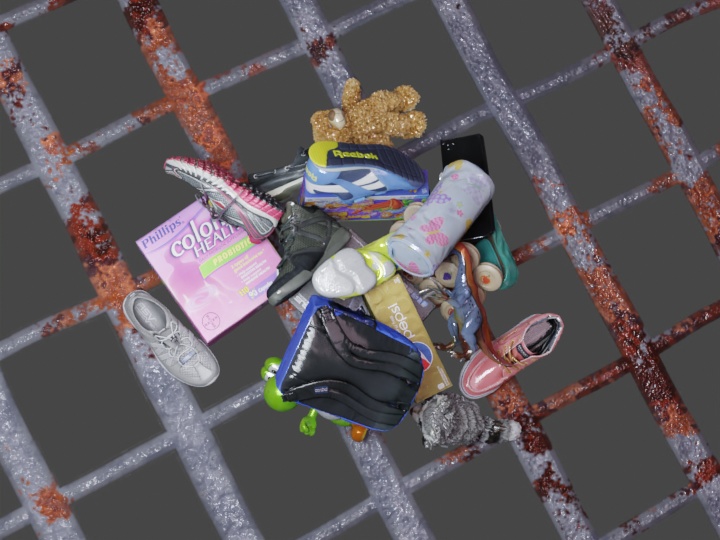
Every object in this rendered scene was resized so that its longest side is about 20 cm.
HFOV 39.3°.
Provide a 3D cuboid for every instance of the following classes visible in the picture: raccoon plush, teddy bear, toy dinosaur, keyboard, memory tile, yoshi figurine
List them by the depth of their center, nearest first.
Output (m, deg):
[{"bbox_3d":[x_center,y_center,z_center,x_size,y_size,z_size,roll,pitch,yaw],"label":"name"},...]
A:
[{"bbox_3d":[-0.075,0.212,1.626,0.200,0.112,0.113,25,86,-1],"label":"yoshi figurine"},{"bbox_3d":[0.165,0.047,1.629,0.200,0.105,0.182,12,99,-26],"label":"toy dinosaur"},{"bbox_3d":[0.177,0.238,1.639,0.200,0.134,0.097,-4,82,-8],"label":"raccoon plush"},{"bbox_3d":[0.128,-0.010,1.670,0.200,0.153,0.017,42,41,0],"label":"memory tile"},{"bbox_3d":[0.159,-0.136,1.720,0.127,0.021,0.200,-9,65,13],"label":"keyboard"},{"bbox_3d":[0.016,-0.261,1.722,0.200,0.067,0.145,3,80,-7],"label":"teddy bear"}]

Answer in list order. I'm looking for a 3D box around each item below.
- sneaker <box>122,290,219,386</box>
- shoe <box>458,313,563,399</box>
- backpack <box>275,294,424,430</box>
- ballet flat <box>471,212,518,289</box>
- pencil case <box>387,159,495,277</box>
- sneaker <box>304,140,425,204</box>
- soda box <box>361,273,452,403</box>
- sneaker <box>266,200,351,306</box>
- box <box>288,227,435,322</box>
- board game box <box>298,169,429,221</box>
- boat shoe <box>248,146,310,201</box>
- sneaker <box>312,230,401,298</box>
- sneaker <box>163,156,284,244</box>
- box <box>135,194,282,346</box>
[{"bbox_3d":[-0.310,0.112,1.619,0.200,0.082,0.075,42,79,0],"label":"sneaker"},{"bbox_3d":[0.251,0.140,1.685,0.200,0.091,0.072,-38,88,-11],"label":"shoe"},{"bbox_3d":[-0.009,0.136,1.531,0.200,0.168,0.163,23,99,-10],"label":"backpack"},{"bbox_3d":[0.216,-0.051,1.717,0.067,0.070,0.200,-33,59,29],"label":"ballet flat"},{"bbox_3d":[0.126,-0.083,1.571,0.091,0.083,0.200,36,65,5],"label":"pencil case"},{"bbox_3d":[0.004,-0.148,1.570,0.200,0.082,0.074,6,43,-22],"label":"sneaker"},{"bbox_3d":[0.072,0.109,1.628,0.068,0.064,0.200,-26,88,-5],"label":"soda box"},{"bbox_3d":[-0.107,-0.032,1.579,0.114,0.076,0.199,43,53,-4],"label":"sneaker"},{"bbox_3d":[-0.001,0.053,1.681,0.200,0.044,0.160,43,84,0],"label":"box"},{"bbox_3d":[0.002,-0.122,1.664,0.200,0.134,0.045,-2,76,-8],"label":"board game box"},{"bbox_3d":[-0.097,-0.172,1.682,0.199,0.074,0.066,-24,82,12],"label":"boat shoe"},{"bbox_3d":[0.000,0.000,1.599,0.200,0.105,0.076,-21,87,-28],"label":"sneaker"},{"bbox_3d":[-0.221,-0.115,1.569,0.200,0.081,0.075,31,102,3],"label":"sneaker"},{"bbox_3d":[-0.233,-0.009,1.639,0.176,0.097,0.200,-35,87,-10],"label":"box"}]
